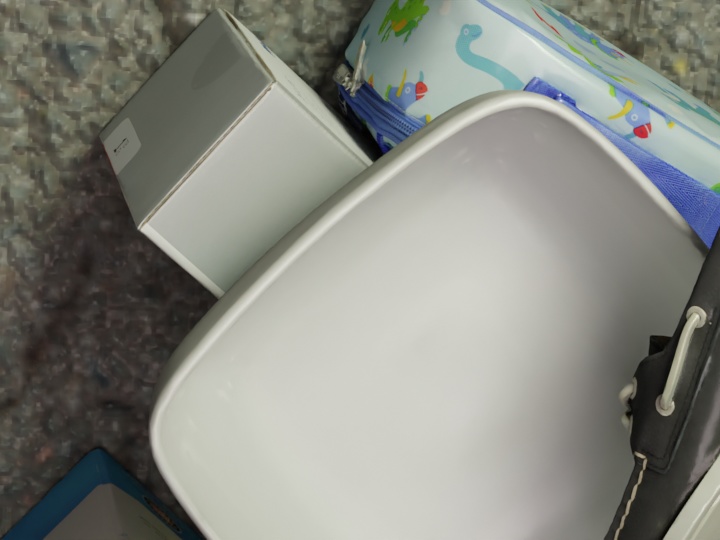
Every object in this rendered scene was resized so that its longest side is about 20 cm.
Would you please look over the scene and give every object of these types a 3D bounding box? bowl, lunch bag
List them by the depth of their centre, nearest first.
[{"bbox_3d":[0.040,0.049,1.005,0.200,0.075,0.200,-40,109,1],"label":"bowl"},{"bbox_3d":[0.090,-0.047,1.107,0.199,0.161,0.083,28,97,-17],"label":"lunch bag"}]

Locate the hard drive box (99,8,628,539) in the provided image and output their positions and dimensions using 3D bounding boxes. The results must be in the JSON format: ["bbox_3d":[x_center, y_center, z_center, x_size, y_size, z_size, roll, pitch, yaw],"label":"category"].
[{"bbox_3d":[0.000,0.000,1.106,0.200,0.156,0.077,43,94,-17],"label":"hard drive box"}]

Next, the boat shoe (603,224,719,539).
[{"bbox_3d":[0.124,0.037,0.951,0.060,0.074,0.201,35,114,22],"label":"boat shoe"}]

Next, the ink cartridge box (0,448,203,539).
[{"bbox_3d":[-0.095,0.197,1.117,0.146,0.200,0.147,-45,108,4],"label":"ink cartridge box"}]
